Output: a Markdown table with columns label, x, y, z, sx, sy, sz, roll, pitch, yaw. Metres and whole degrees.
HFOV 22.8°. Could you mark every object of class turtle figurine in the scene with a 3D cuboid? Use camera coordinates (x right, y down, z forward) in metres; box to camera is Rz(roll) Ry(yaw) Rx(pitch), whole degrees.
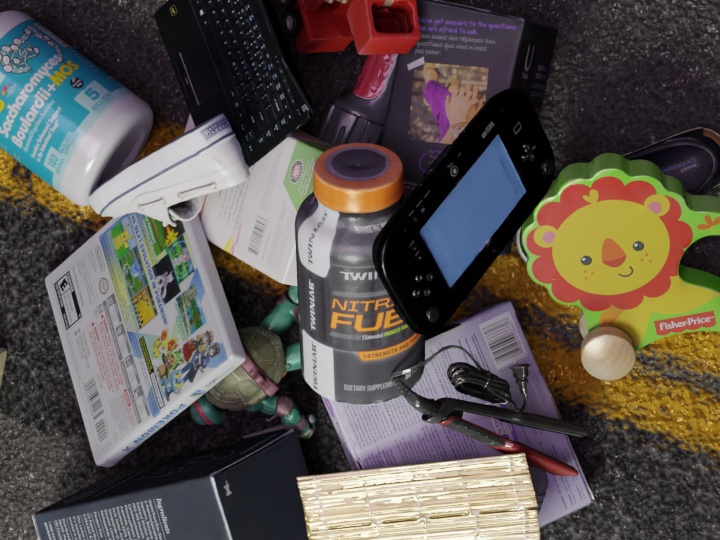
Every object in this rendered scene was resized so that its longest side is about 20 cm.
| label | x | y | z | sx | sy | sz | roll | pitch | yaw |
| --- | --- | --- | --- | --- | --- | --- | --- | --- | --- |
| turtle figurine | -0.087 | 0.085 | 1.582 | 0.199 | 0.101 | 0.150 | -38 | 87 | 7 |

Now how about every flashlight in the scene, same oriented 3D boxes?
| label | x | y | z | sx | sy | sz | roll | pitch | yaw |
| --- | --- | --- | --- | --- | --- | --- | --- | --- | --- |
| flashlight | 0.018 | -0.196 | 1.545 | 0.067 | 0.068 | 0.202 | 31 | 104 | 36 |

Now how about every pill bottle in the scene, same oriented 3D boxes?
| label | x | y | z | sx | sy | sz | roll | pitch | yaw |
| --- | --- | --- | --- | --- | --- | --- | --- | --- | --- |
| pill bottle | 0.000 | 0.000 | 1.431 | 0.105 | 0.107 | 0.202 | 6 | 125 | 11 |
| pill bottle | -0.291 | -0.155 | 1.591 | 0.199 | 0.111 | 0.111 | 36 | 102 | 6 |

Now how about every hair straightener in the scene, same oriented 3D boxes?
| label | x | y | z | sx | sy | sz | roll | pitch | yaw |
| --- | --- | --- | --- | --- | --- | --- | --- | --- | --- |
| hair straightener | 0.109 | 0.107 | 1.474 | 0.199 | 0.041 | 0.078 | 23 | 78 | -28 |

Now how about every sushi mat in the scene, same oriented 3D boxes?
| label | x | y | z | sx | sy | sz | roll | pitch | yaw |
| --- | --- | --- | --- | --- | --- | --- | --- | --- | --- |
| sushi mat | 0.050 | 0.207 | 1.482 | 0.198 | 0.012 | 0.097 | -7 | 95 | 10 |

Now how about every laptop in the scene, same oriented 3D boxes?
| label | x | y | z | sx | sy | sz | roll | pitch | yaw |
| --- | --- | --- | --- | --- | --- | --- | --- | --- | --- |
| laptop | -0.117 | -0.191 | 1.463 | 0.199 | 0.103 | 0.179 | -34 | 69 | 38 |

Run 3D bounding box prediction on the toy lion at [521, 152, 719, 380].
| label | x | y | z | sx | sy | sz | roll | pitch | yaw |
| --- | --- | --- | --- | --- | --- | --- | --- | --- | --- |
| toy lion | 0.238 | -0.011 | 1.475 | 0.198 | 0.069 | 0.193 | -10 | 121 | 12 |

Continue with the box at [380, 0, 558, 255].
| label | x | y | z | sx | sy | sz | roll | pitch | yaw |
| --- | --- | --- | --- | --- | --- | --- | --- | --- | --- |
| box | 0.085 | -0.119 | 1.503 | 0.105 | 0.122 | 0.202 | 14 | 98 | 18 |

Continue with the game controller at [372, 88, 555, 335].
| label | x | y | z | sx | sy | sz | roll | pitch | yaw |
| --- | --- | --- | --- | --- | --- | --- | --- | --- | --- |
| game controller | 0.082 | -0.047 | 1.384 | 0.042 | 0.105 | 0.200 | 19 | 59 | 36 |

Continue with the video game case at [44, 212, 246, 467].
| label | x | y | z | sx | sy | sz | roll | pitch | yaw |
| --- | --- | --- | --- | --- | --- | --- | --- | --- | --- |
| video game case | -0.193 | 0.041 | 1.568 | 0.182 | 0.022 | 0.201 | -38 | 57 | 27 |

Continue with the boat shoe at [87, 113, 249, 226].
| label | x | y | z | sx | sy | sz | roll | pitch | yaw |
| --- | --- | --- | --- | --- | --- | --- | --- | --- | --- |
| boat shoe | -0.164 | -0.069 | 1.509 | 0.199 | 0.073 | 0.066 | -22 | 101 | 55 |

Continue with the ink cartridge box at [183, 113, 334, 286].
| label | x | y | z | sx | sy | sz | roll | pitch | yaw |
| --- | --- | --- | --- | --- | --- | --- | --- | --- | --- |
| ink cartridge box | -0.083 | -0.070 | 1.549 | 0.199 | 0.067 | 0.118 | 29 | 104 | 47 |

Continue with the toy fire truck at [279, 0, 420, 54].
| label | x | y | z | sx | sy | sz | roll | pitch | yaw |
| --- | --- | --- | --- | --- | --- | --- | --- | --- | --- |
| toy fire truck | -0.020 | -0.253 | 1.490 | 0.048 | 0.141 | 0.202 | -6 | 72 | -28 |

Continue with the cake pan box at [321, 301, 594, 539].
| label | x | y | z | sx | sy | sz | roll | pitch | yaw |
| --- | --- | --- | --- | --- | --- | --- | --- | --- | --- |
| cake pan box | 0.080 | 0.145 | 1.536 | 0.183 | 0.052 | 0.202 | -24 | 91 | -15 |

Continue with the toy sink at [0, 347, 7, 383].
| label | x | y | z | sx | sy | sz | roll | pitch | yaw |
| --- | --- | --- | --- | --- | --- | --- | --- | --- | --- |
| toy sink | -0.445 | 0.116 | 1.651 | 0.198 | 0.112 | 0.132 | 13 | 98 | 5 |

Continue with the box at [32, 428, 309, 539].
| label | x | y | z | sx | sy | sz | roll | pitch | yaw |
| --- | --- | --- | --- | --- | --- | --- | --- | --- | --- |
| box | -0.156 | 0.224 | 1.558 | 0.198 | 0.148 | 0.108 | -16 | 93 | 29 |

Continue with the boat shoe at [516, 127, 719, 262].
| label | x | y | z | sx | sy | sz | roll | pitch | yaw |
| --- | --- | --- | --- | --- | --- | --- | --- | --- | --- |
| boat shoe | 0.220 | -0.061 | 1.516 | 0.199 | 0.062 | 0.075 | -26 | 92 | 15 |
